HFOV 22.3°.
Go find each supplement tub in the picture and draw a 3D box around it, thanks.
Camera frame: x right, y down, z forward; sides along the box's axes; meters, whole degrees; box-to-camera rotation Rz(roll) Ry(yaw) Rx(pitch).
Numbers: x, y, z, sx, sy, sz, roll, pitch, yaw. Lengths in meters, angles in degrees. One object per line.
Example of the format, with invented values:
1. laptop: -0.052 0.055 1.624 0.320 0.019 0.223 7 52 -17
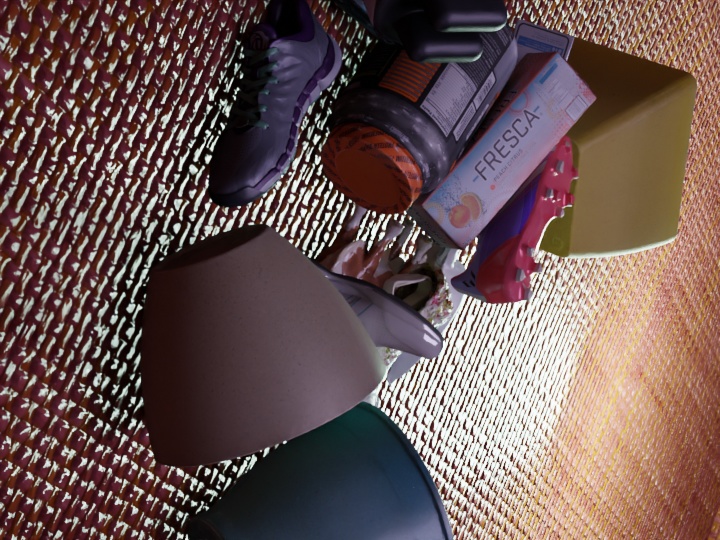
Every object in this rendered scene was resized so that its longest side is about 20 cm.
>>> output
1. supplement tub: 0.051 -0.155 1.667 0.201 0.122 0.123 -56 150 -30

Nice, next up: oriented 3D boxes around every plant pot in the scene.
1. plant pot: 0.223 -0.122 1.977 0.176 0.199 0.202 -27 130 -43
2. plant pot: -0.046 0.245 1.631 0.187 0.200 0.201 -23 131 -24

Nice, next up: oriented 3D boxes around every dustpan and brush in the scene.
1. dustpan and brush: 0.076 0.006 1.792 0.200 0.057 0.140 -41 -156 36

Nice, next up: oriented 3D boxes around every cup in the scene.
1. cup: -0.095 0.047 1.450 0.200 0.199 0.144 -35 110 -52

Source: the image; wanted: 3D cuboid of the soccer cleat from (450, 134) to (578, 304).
1. soccer cleat: 0.148 -0.053 1.717 0.201 0.076 0.067 -67 149 -32

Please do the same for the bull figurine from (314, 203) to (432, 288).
1. bull figurine: 0.000 0.000 1.712 0.122 0.065 0.200 -55 160 6

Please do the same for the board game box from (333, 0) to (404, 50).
1. board game box: 0.032 -0.313 1.595 0.135 0.028 0.201 34 74 -45

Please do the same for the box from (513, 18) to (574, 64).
1. box: 0.151 -0.138 1.820 0.117 0.060 0.202 41 67 -87

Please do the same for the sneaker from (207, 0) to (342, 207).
1. sneaker: -0.085 -0.144 1.477 0.088 0.074 0.201 62 40 -39

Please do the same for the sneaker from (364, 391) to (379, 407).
1. sneaker: -0.038 0.084 1.717 0.200 0.080 0.084 25 66 -72

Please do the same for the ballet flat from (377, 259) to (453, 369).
1. ballet flat: 0.019 0.044 1.656 0.200 0.075 0.065 -36 131 -53

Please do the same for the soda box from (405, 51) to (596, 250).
1. soda box: 0.127 -0.114 1.711 0.064 0.068 0.200 45 79 -18

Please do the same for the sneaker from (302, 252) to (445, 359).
1. sneaker: -0.024 0.039 1.575 0.070 0.199 0.081 -75 -171 -88

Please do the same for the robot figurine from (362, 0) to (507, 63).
1. robot figurine: 0.050 -0.264 1.472 0.125 0.149 0.201 33 33 -61

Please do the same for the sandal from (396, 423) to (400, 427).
1. sandal: -0.024 0.195 1.810 0.200 0.081 0.055 -35 114 -43
